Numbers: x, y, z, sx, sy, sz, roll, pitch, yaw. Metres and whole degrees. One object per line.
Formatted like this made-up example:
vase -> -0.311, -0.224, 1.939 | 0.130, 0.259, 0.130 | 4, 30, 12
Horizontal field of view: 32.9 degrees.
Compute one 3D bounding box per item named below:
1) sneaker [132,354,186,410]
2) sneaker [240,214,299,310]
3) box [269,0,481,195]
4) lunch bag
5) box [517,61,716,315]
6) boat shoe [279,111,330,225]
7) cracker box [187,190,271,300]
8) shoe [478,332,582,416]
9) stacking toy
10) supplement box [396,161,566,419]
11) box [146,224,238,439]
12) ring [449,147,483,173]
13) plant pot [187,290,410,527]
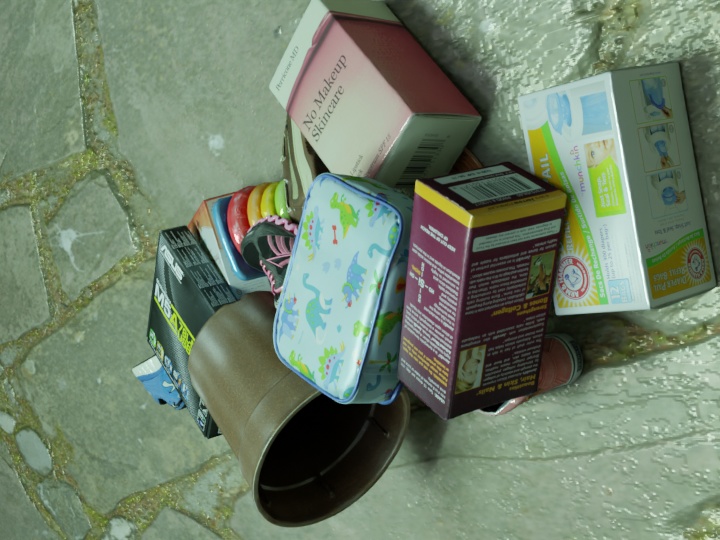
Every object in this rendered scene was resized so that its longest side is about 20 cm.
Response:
sneaker -> -0.250, 0.145, 1.754 | 0.199, 0.078, 0.090 | -28, 94, 52
sneaker -> -0.077, 0.002, 1.343 | 0.198, 0.096, 0.079 | 13, 146, 46
box -> 0.012, -0.177, 1.287 | 0.201, 0.108, 0.129 | 53, 128, 30
lunch bag -> -0.005, 0.014, 1.176 | 0.160, 0.082, 0.203 | 28, 107, 46
box -> 0.226, -0.069, 1.077 | 0.112, 0.100, 0.204 | -8, 94, 51
boat shoe -> -0.066, -0.143, 1.393 | 0.074, 0.074, 0.205 | -30, 51, 37
cracker box -> -0.163, 0.015, 1.581 | 0.203, 0.057, 0.134 | 71, 159, 7
shoe -> 0.129, 0.111, 1.253 | 0.199, 0.090, 0.073 | -21, 84, 51
stacking toy -> -0.074, -0.073, 1.457 | 0.199, 0.115, 0.111 | -25, 83, 39
supplement box -> 0.105, 0.017, 1.090 | 0.085, 0.109, 0.203 | 37, 131, 47
box -> -0.211, 0.079, 1.571 | 0.201, 0.047, 0.195 | 52, 143, 35
ring -> 0.080, -0.046, 1.329 | 0.199, 0.019, 0.204 | 18, 114, 46
plant pot -> -0.080, 0.136, 1.337 | 0.198, 0.198, 0.203 | 44, 131, 39
